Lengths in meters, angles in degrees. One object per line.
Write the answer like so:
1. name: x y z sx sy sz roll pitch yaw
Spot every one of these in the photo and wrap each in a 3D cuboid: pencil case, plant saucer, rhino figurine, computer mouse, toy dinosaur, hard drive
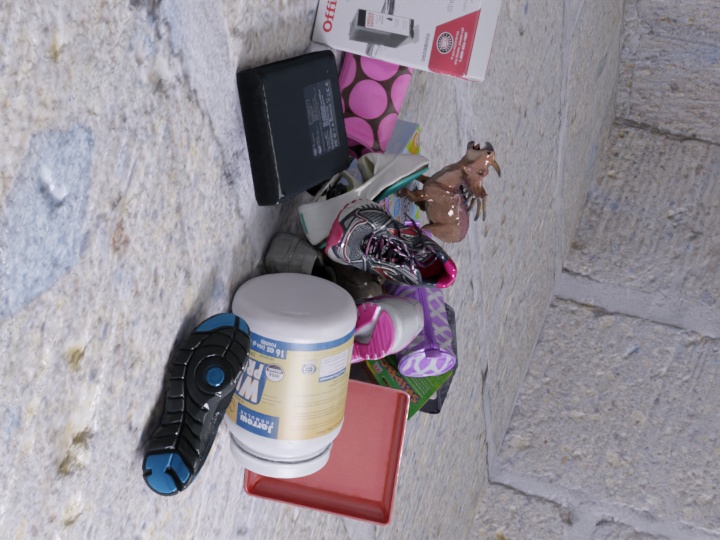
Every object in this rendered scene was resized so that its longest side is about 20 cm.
1. pencil case: 0.013 -0.241 1.507 0.090 0.093 0.203 8 -99 62
2. plant saucer: -0.042 0.212 1.526 0.037 0.197 0.203 -62 161 -63
3. rhino figurine: 0.000 0.000 1.516 0.060 0.086 0.203 -32 114 -52
4. pencil case: 0.075 0.038 1.580 0.086 0.083 0.203 123 -38 -58
5. computer mouse: -0.051 -0.111 1.503 0.200 0.033 0.060 53 43 -71
6. toy dinosaur: 0.126 -0.087 1.680 0.201 0.134 0.087 83 26 -51
7. hard drive: -0.069 -0.161 1.330 0.200 0.032 0.142 -36 121 -64

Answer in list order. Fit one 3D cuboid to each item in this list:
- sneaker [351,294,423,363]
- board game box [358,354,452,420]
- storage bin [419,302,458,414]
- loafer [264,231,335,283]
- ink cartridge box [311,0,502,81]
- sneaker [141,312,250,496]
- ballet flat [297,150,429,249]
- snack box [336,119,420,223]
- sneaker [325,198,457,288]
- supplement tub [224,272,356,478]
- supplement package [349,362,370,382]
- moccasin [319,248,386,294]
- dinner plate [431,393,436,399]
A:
1. sneaker: 0.006 0.074 1.460 0.087 0.199 0.083 -12 93 -37
2. board game box: 0.060 0.132 1.602 0.030 0.096 0.200 -35 179 23
3. storage bin: 0.077 0.129 1.925 0.201 0.133 0.095 80 31 -54
4. loafer: -0.064 0.020 1.500 0.200 0.069 0.071 66 43 -64
5. ink cartridge box: 0.056 -0.311 1.389 0.083 0.197 0.149 -14 117 -67
6. sneaker: -0.175 0.140 1.279 0.082 0.072 0.202 103 11 -77
7. ballet flat: 0.003 -0.103 1.451 0.199 0.069 0.070 -37 144 -29
8. snack box: 0.028 -0.087 1.707 0.169 0.067 0.202 -59 158 -43
9. sneaker: 0.039 -0.028 1.419 0.198 0.074 0.082 12 106 -47
10. supplement tub: -0.084 0.120 1.395 0.145 0.143 0.203 -41 142 -61
11. supplement package: -0.014 0.176 1.687 0.123 0.118 0.200 -66 163 2
12. moccasin: -0.012 0.012 1.614 0.078 0.073 0.202 -60 148 -19
13. dinner plate: 0.041 0.104 1.711 0.024 0.200 0.200 -47 166 9
